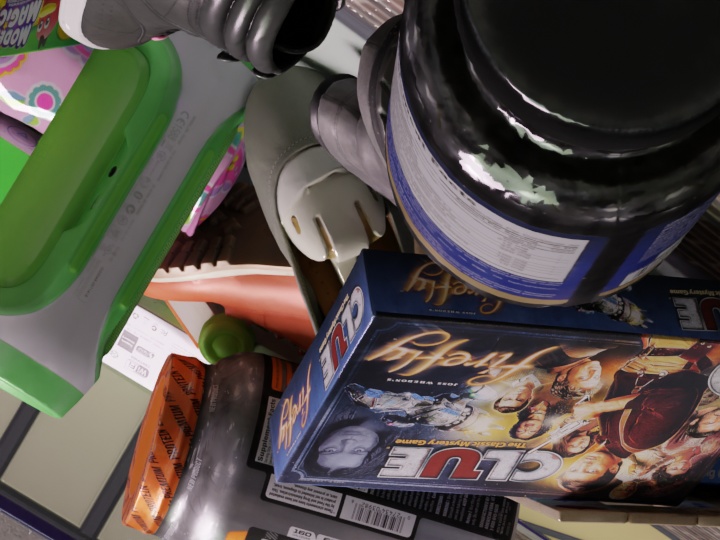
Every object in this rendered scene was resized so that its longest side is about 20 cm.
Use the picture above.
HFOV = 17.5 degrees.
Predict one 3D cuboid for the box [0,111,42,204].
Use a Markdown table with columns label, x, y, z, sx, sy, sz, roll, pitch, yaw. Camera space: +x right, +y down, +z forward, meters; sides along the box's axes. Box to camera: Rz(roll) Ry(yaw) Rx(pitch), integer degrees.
| label | x | y | z | sx | sy | sz | roll | pitch | yaw |
| --- | --- | --- | --- | --- | --- | --- | --- | --- | --- |
| box | -0.232 | -0.085 | 1.288 | 0.199 | 0.097 | 0.177 | 32 | -162 | -4 |

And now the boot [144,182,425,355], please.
| label | x | y | z | sx | sy | sz | roll | pitch | yaw |
| --- | --- | --- | --- | --- | --- | --- | --- | --- | --- |
| boot | -0.042 | 0.012 | 1.251 | 0.199 | 0.075 | 0.108 | 3 | 132 | 27 |

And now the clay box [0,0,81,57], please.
| label | x | y | z | sx | sy | sz | roll | pitch | yaw |
| --- | --- | --- | --- | --- | --- | --- | --- | --- | --- |
| clay box | -0.200 | -0.137 | 1.045 | 0.114 | 0.048 | 0.200 | 25 | -165 | 11 |

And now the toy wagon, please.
| label | x | y | z | sx | sy | sz | roll | pitch | yaw |
| --- | --- | --- | --- | --- | --- | --- | --- | --- | --- |
| toy wagon | -0.061 | 0.011 | 1.366 | 0.199 | 0.040 | 0.156 | 30 | -151 | -12 |

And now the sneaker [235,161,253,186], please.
| label | x | y | z | sx | sy | sz | roll | pitch | yaw |
| --- | --- | --- | --- | --- | --- | --- | --- | --- | --- |
| sneaker | -0.040 | -0.014 | 1.304 | 0.199 | 0.082 | 0.070 | 31 | 161 | -7 |

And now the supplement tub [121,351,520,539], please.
| label | x | y | z | sx | sy | sz | roll | pitch | yaw |
| --- | --- | --- | --- | --- | --- | --- | --- | --- | --- |
| supplement tub | -0.022 | 0.117 | 1.264 | 0.199 | 0.123 | 0.123 | 17 | 172 | -9 |

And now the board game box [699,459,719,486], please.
| label | x | y | z | sx | sy | sz | roll | pitch | yaw |
| --- | --- | --- | --- | --- | --- | --- | --- | --- | --- |
| board game box | 0.132 | 0.080 | 1.177 | 0.198 | 0.045 | 0.152 | 7 | 177 | -18 |

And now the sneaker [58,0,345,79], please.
| label | x | y | z | sx | sy | sz | roll | pitch | yaw |
| --- | --- | --- | --- | --- | --- | --- | --- | --- | --- |
| sneaker | -0.061 | -0.108 | 0.937 | 0.099 | 0.071 | 0.200 | 35 | 166 | 0 |

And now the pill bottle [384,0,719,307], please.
| label | x | y | z | sx | sy | sz | roll | pitch | yaw |
| --- | --- | --- | --- | --- | --- | --- | --- | --- | --- |
| pill bottle | 0.065 | -0.058 | 0.698 | 0.111 | 0.112 | 0.200 | 29 | 170 | 4 |

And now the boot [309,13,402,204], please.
| label | x | y | z | sx | sy | sz | roll | pitch | yaw |
| --- | --- | --- | --- | --- | --- | --- | --- | --- | --- |
| boot | 0.021 | -0.055 | 0.995 | 0.131 | 0.070 | 0.200 | 29 | 167 | 39 |

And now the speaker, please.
| label | x | y | z | sx | sy | sz | roll | pitch | yaw |
| --- | --- | --- | --- | --- | --- | --- | --- | --- | --- |
| speaker | -0.122 | -0.034 | 1.108 | 0.088 | 0.201 | 0.088 | 29 | 170 | 5 |

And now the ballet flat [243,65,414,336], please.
| label | x | y | z | sx | sy | sz | roll | pitch | yaw |
| --- | --- | --- | --- | --- | --- | --- | --- | --- | --- |
| ballet flat | 0.000 | 0.000 | 1.096 | 0.064 | 0.067 | 0.201 | -132 | 23 | -78 |

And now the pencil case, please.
| label | x | y | z | sx | sy | sz | roll | pitch | yaw |
| --- | --- | --- | --- | --- | --- | --- | --- | --- | --- |
| pencil case | -0.144 | -0.101 | 1.205 | 0.199 | 0.088 | 0.087 | 31 | 170 | -6 |

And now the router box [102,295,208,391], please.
| label | x | y | z | sx | sy | sz | roll | pitch | yaw |
| --- | --- | --- | --- | --- | --- | --- | --- | --- | --- |
| router box | -0.098 | 0.013 | 1.441 | 0.199 | 0.049 | 0.180 | 30 | -152 | 6 |

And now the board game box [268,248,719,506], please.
| label | x | y | z | sx | sy | sz | roll | pitch | yaw |
| --- | --- | --- | --- | --- | --- | --- | --- | --- | --- |
| board game box | 0.074 | 0.050 | 1.009 | 0.198 | 0.035 | 0.136 | 5 | 144 | -19 |

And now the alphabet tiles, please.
| label | x | y | z | sx | sy | sz | roll | pitch | yaw |
| --- | --- | --- | --- | --- | --- | --- | --- | --- | --- |
| alphabet tiles | 0.170 | 0.115 | 1.148 | 0.198 | 0.008 | 0.167 | 4 | 180 | -10 |
